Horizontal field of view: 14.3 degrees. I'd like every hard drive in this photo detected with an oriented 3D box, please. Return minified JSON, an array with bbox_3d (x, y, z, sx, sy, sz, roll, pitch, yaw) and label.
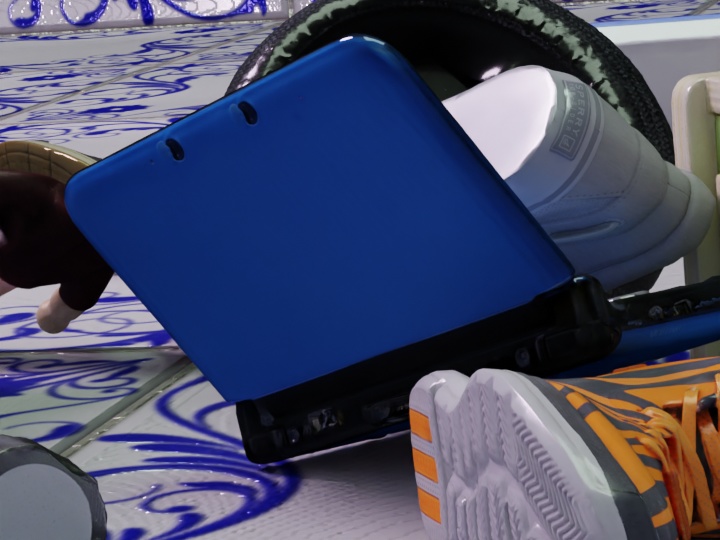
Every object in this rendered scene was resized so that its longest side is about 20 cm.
[{"bbox_3d":[0.181,-0.093,1.627,0.199,0.132,0.025,-4,52,1],"label":"hard drive"}]

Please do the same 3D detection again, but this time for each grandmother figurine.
[{"bbox_3d":[-0.157,-0.015,1.279,0.200,0.061,0.121,-13,-28,28],"label":"grandmother figurine"}]

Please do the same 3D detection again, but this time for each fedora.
[{"bbox_3d":[0.036,-0.025,1.194,0.200,0.201,0.092,-4,-30,3],"label":"fedora"}]

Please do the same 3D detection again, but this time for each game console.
[{"bbox_3d":[0.025,-0.010,0.995,0.170,0.119,0.200,-11,-6,-38],"label":"game console"}]

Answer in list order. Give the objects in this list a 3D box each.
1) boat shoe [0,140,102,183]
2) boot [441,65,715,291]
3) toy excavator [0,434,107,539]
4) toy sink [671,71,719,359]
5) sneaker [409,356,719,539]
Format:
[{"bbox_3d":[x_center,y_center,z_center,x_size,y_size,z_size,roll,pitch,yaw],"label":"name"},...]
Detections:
[{"bbox_3d":[-0.177,-0.042,1.595,0.066,0.072,0.201,-19,12,-40],"label":"boat shoe"},{"bbox_3d":[0.038,-0.015,1.079,0.095,0.074,0.200,32,-27,-32],"label":"boot"},{"bbox_3d":[-0.194,0.088,0.736,0.194,0.200,0.100,41,-17,-28],"label":"toy excavator"},{"bbox_3d":[0.185,-0.011,1.048,0.112,0.131,0.200,-7,10,-16],"label":"toy sink"},{"bbox_3d":[0.086,0.056,0.842,0.112,0.078,0.200,-7,9,-10],"label":"sneaker"}]
